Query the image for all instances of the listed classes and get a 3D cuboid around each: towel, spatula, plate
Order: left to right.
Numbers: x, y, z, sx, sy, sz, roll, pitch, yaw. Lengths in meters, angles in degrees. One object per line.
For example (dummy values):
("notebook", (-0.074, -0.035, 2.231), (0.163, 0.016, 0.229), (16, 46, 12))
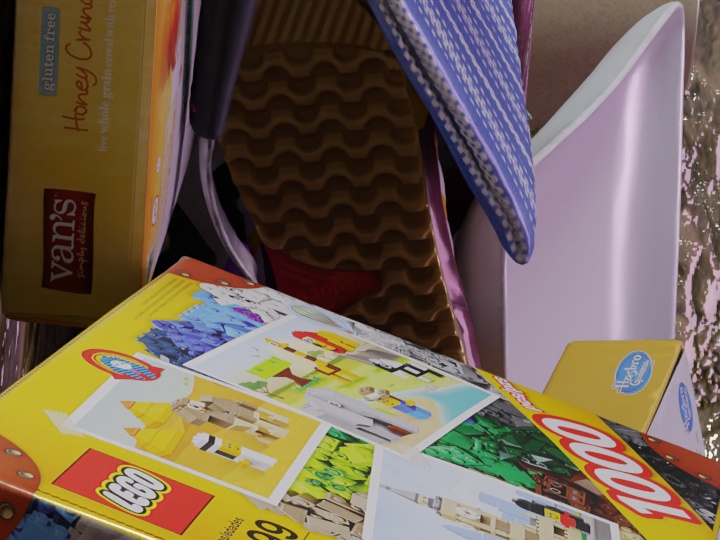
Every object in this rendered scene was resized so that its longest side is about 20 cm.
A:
("spatula", (-0.035, -0.025, 0.755), (0.057, 0.020, 0.201), (-100, -168, -50))
("towel", (0.008, -0.106, 0.839), (0.145, 0.024, 0.200), (58, 15, -28))
("plate", (0.066, 0.030, 0.967), (0.200, 0.032, 0.201), (-45, 139, -58))

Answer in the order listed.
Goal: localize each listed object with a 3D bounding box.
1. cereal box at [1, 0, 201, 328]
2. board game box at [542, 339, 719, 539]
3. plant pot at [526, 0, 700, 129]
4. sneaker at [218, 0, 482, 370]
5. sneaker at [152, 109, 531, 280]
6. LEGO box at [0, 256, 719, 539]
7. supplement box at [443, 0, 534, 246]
("cereal box", (-0.058, -0.091, 0.767), (0.200, 0.039, 0.145), (-80, 175, -65))
("board game box", (0.066, 0.138, 0.866), (0.200, 0.040, 0.154), (-57, 140, -51))
("plant pot", (0.045, -0.133, 1.248), (0.187, 0.199, 0.189), (4, 90, -88))
("sneaker", (0.000, 0.000, 0.856), (0.090, 0.074, 0.201), (-78, 165, -67))
("sneaker", (-0.008, -0.083, 0.920), (0.080, 0.129, 0.201), (-78, 171, -77))
("LEGO box", (-0.007, 0.074, 0.622), (0.200, 0.148, 0.078), (-47, 157, -75))
("supplement box", (-0.003, -0.080, 1.040), (0.103, 0.130, 0.201), (-79, 173, -55))
